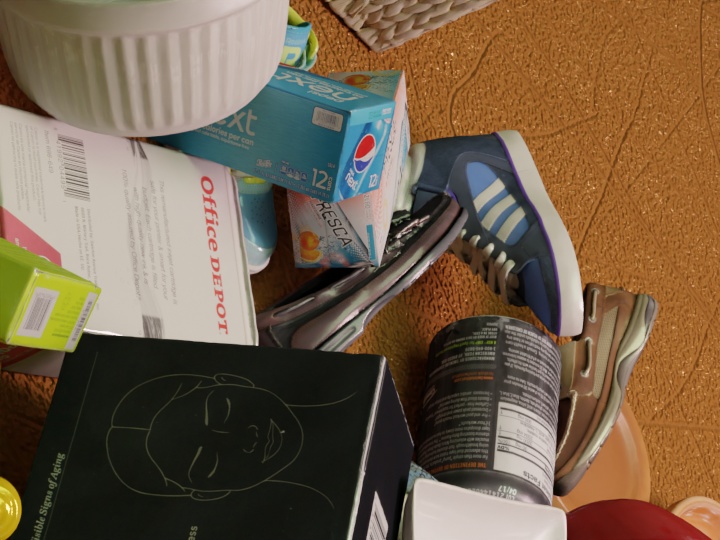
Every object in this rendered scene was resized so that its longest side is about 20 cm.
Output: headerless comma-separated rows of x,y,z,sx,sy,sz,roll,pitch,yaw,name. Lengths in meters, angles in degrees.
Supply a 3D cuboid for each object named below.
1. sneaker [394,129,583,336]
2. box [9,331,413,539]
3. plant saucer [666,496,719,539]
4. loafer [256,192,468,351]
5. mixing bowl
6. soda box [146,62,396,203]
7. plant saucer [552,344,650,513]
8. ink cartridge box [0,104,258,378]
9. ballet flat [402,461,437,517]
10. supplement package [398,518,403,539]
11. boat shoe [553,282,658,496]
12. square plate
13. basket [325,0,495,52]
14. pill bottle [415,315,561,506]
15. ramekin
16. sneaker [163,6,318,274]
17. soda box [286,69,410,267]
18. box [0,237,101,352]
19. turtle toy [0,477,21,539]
0.080,-0.019,1.456,0.081,0.145,0.201,88,-13,-56,sneaker
-0.086,0.153,1.071,0.124,0.195,0.201,73,25,-57,box
0.288,0.294,1.571,0.200,0.037,0.202,26,56,-45,plant saucer
0.000,0.000,1.358,0.063,0.072,0.200,49,64,-8,loafer
0.191,0.245,1.412,0.199,0.200,0.109,19,32,-43,mixing bowl
-0.081,-0.108,1.237,0.068,0.199,0.065,-21,128,-59,soda box
0.181,0.153,1.549,0.199,0.037,0.202,25,53,-39,plant saucer
-0.169,-0.008,1.189,0.199,0.085,0.147,12,62,-43,ink cartridge box
0.046,0.190,1.286,0.199,0.075,0.074,35,34,19,ballet flat
-0.005,0.248,1.217,0.200,0.116,0.118,52,41,-16,supplement package
0.177,0.093,1.502,0.071,0.076,0.201,25,54,4,boat shoe
0.073,0.241,1.164,0.198,0.028,0.202,20,68,-54,square plate
0.059,-0.284,1.518,0.123,0.199,0.136,48,41,-30,basket
0.093,0.143,1.396,0.106,0.106,0.201,35,47,-32,pill bottle
-0.137,-0.170,1.164,0.200,0.199,0.106,-56,153,-48,ramekin
-0.076,-0.107,1.313,0.079,0.130,0.202,-9,78,-51,sneaker
-0.006,-0.078,1.375,0.200,0.063,0.069,-74,161,-58,soda box
-0.252,-0.017,1.021,0.048,0.199,0.122,-66,170,-1,box
-0.251,0.114,1.001,0.100,0.145,0.202,-9,93,-28,turtle toy
